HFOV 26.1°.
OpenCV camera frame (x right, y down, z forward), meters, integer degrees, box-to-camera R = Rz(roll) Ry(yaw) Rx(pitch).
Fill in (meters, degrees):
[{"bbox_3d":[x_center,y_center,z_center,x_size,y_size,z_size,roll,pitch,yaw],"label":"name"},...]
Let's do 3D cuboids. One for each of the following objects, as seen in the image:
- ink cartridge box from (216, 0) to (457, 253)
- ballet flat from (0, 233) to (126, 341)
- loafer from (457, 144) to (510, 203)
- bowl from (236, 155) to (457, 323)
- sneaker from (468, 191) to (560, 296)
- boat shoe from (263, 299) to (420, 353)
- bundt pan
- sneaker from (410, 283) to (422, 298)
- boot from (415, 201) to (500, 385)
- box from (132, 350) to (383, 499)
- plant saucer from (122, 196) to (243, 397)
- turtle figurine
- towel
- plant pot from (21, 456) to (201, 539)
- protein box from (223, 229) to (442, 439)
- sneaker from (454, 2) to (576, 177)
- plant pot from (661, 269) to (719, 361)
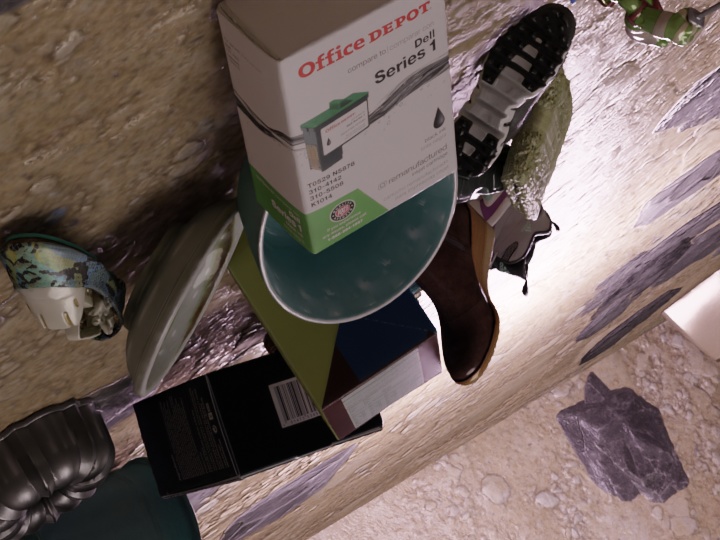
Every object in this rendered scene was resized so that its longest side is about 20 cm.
[{"bbox_3d":[-0.012,-0.133,1.146,0.146,0.084,0.200,-32,143,-18],"label":"ink cartridge box"},{"bbox_3d":[-0.236,0.021,1.264,0.074,0.074,0.200,-36,164,4],"label":"ballet flat"},{"bbox_3d":[0.097,-0.111,1.639,0.200,0.063,0.072,-2,106,-61],"label":"loafer"},{"bbox_3d":[-0.027,-0.066,1.330,0.200,0.105,0.201,-21,129,-28],"label":"bowl"},{"bbox_3d":[0.151,-0.017,1.894,0.200,0.140,0.078,-38,166,7],"label":"sneaker"},{"bbox_3d":[-0.018,0.068,1.877,0.200,0.072,0.076,-20,163,-7],"label":"boat shoe"},{"bbox_3d":[-0.348,0.225,1.668,0.202,0.076,0.202,-34,166,-10],"label":"bundt pan"},{"bbox_3d":[0.000,0.000,1.703,0.200,0.078,0.090,-27,134,7],"label":"sneaker"},{"bbox_3d":[0.070,0.008,1.624,0.166,0.200,0.072,24,151,-39],"label":"boot"},{"bbox_3d":[-0.118,0.164,1.756,0.200,0.124,0.197,-16,174,-35],"label":"box"},{"bbox_3d":[-0.165,0.014,1.378,0.200,0.050,0.200,-63,178,-4],"label":"plant saucer"},{"bbox_3d":[0.281,-0.271,1.387,0.200,0.144,0.194,-34,170,11],"label":"turtle figurine"},{"bbox_3d":[0.192,-0.139,1.688,0.200,0.036,0.149,38,71,-76],"label":"towel"},{"bbox_3d":[-0.329,0.347,1.895,0.196,0.200,0.200,-11,153,-42],"label":"plant pot"},{"bbox_3d":[-0.027,0.040,1.554,0.135,0.199,0.200,-33,166,-5],"label":"protein box"},{"bbox_3d":[0.151,-0.186,1.526,0.200,0.066,0.091,-58,174,32],"label":"sneaker"},{"bbox_3d":[0.914,0.126,3.984,0.200,0.177,0.200,-38,165,11],"label":"plant pot"}]
